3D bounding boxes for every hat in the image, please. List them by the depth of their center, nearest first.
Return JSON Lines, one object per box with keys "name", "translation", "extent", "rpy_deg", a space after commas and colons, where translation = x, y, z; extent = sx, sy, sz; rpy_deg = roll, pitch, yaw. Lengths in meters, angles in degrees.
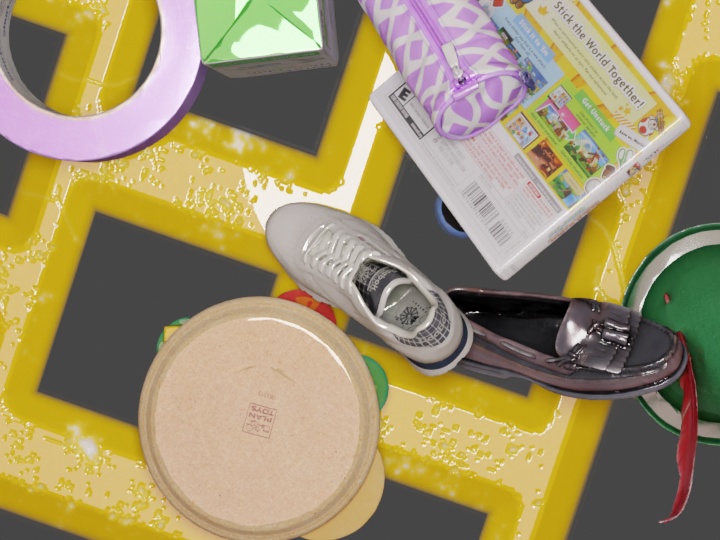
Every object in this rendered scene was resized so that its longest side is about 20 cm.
{"name": "hat", "translation": [0.284, 0.067, 1.536], "extent": [0.164, 0.176, 0.202], "rpy_deg": [-7, 92, 2]}

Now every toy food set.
{"name": "toy food set", "translation": [-0.076, 0.115, 1.614], "extent": [0.198, 0.049, 0.200], "rpy_deg": [0, 92, 2]}

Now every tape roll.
{"name": "tape roll", "translation": [-0.217, -0.186, 1.598], "extent": [0.198, 0.066, 0.202], "rpy_deg": [0, 93, 2]}

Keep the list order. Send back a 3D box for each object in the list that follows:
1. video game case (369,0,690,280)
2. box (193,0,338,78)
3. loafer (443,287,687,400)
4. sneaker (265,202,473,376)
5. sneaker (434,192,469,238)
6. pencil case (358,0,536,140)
{"name": "video game case", "translation": [0.125, -0.122, 1.555], "extent": [0.182, 0.023, 0.201], "rpy_deg": [-40, 58, 8]}
{"name": "box", "translation": [-0.074, -0.253, 1.535], "extent": [0.096, 0.176, 0.202], "rpy_deg": [-7, 92, 3]}
{"name": "loafer", "translation": [0.148, 0.050, 1.554], "extent": [0.198, 0.063, 0.072], "rpy_deg": [6, 52, 30]}
{"name": "sneaker", "translation": [0.000, 0.000, 1.563], "extent": [0.199, 0.080, 0.077], "rpy_deg": [33, 87, 27]}
{"name": "sneaker", "translation": [0.146, -0.087, 1.584], "extent": [0.199, 0.078, 0.071], "rpy_deg": [-30, 91, 2]}
{"name": "pencil case", "translation": [0.049, -0.192, 1.547], "extent": [0.084, 0.085, 0.201], "rpy_deg": [-39, 63, 17]}
